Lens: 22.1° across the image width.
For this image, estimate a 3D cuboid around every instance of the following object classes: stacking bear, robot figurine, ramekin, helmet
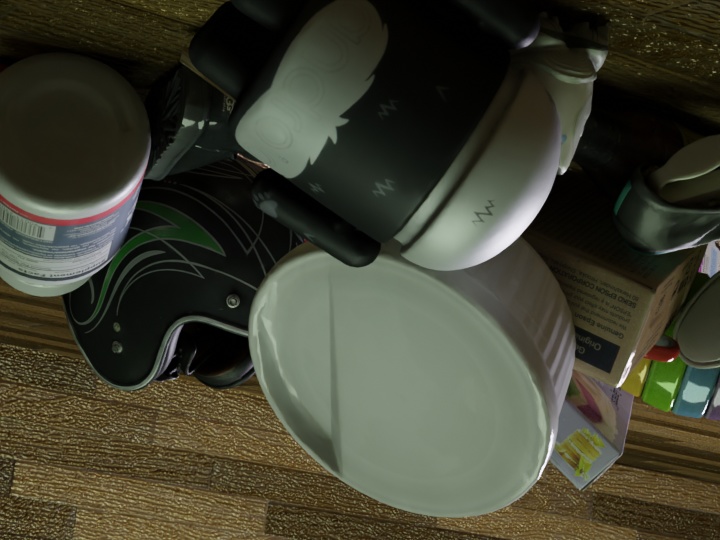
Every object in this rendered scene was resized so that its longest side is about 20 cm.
[{"bbox_3d":[0.218,0.045,1.368,0.199,0.122,0.114,16,-159,9],"label":"stacking bear"},{"bbox_3d":[0.011,-0.088,0.965,0.199,0.125,0.150,34,156,-5],"label":"robot figurine"},{"bbox_3d":[0.039,0.045,1.123,0.201,0.094,0.203,17,131,20],"label":"ramekin"},{"bbox_3d":[-0.123,0.000,1.459,0.190,0.201,0.199,-40,146,24],"label":"helmet"}]

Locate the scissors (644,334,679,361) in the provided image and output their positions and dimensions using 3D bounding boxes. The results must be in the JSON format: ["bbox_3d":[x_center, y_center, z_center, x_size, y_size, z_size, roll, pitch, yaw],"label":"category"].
[{"bbox_3d":[0.125,0.022,1.275,0.199,0.014,0.073,17,-157,-8],"label":"scissors"}]

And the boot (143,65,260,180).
[{"bbox_3d":[-0.047,-0.089,1.300,0.199,0.066,0.165,6,173,-19],"label":"boot"}]

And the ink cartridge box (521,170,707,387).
[{"bbox_3d":[0.133,-0.009,1.233,0.164,0.076,0.200,24,-161,16],"label":"ink cartridge box"}]

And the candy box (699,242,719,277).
[{"bbox_3d":[0.205,-0.015,1.501,0.135,0.061,0.200,2,169,26],"label":"candy box"}]

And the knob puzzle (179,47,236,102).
[{"bbox_3d":[0.004,-0.077,1.150,0.218,0.031,0.220,21,-167,-5],"label":"knob puzzle"}]

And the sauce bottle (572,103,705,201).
[{"bbox_3d":[0.185,-0.070,1.193,0.199,0.067,0.066,18,166,-43],"label":"sauce bottle"}]

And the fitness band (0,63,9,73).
[{"bbox_3d":[-0.321,-0.128,1.351,0.143,0.038,0.200,11,171,-19],"label":"fitness band"}]

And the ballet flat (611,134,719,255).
[{"bbox_3d":[0.252,-0.059,1.133,0.199,0.068,0.069,-16,139,-10],"label":"ballet flat"}]

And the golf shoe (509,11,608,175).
[{"bbox_3d":[0.078,-0.086,1.093,0.078,0.098,0.200,8,172,-13],"label":"golf shoe"}]

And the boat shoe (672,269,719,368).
[{"bbox_3d":[0.302,0.001,1.263,0.200,0.067,0.057,-45,152,27],"label":"boat shoe"}]

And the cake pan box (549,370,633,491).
[{"bbox_3d":[0.138,0.069,1.474,0.184,0.052,0.200,47,-163,0],"label":"cake pan box"}]

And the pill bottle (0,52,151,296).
[{"bbox_3d":[-0.217,-0.059,1.307,0.119,0.120,0.200,10,157,-10],"label":"pill bottle"}]
